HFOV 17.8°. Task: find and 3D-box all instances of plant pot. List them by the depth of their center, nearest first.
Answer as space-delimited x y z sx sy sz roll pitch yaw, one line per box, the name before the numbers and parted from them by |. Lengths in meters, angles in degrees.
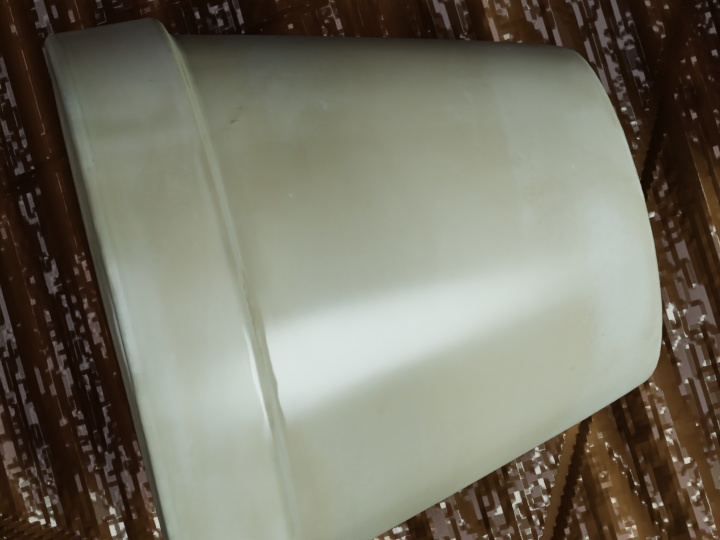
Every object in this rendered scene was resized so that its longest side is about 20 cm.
plant pot | 0.000 0.000 0.764 0.173 0.200 0.201 -15 84 -8
